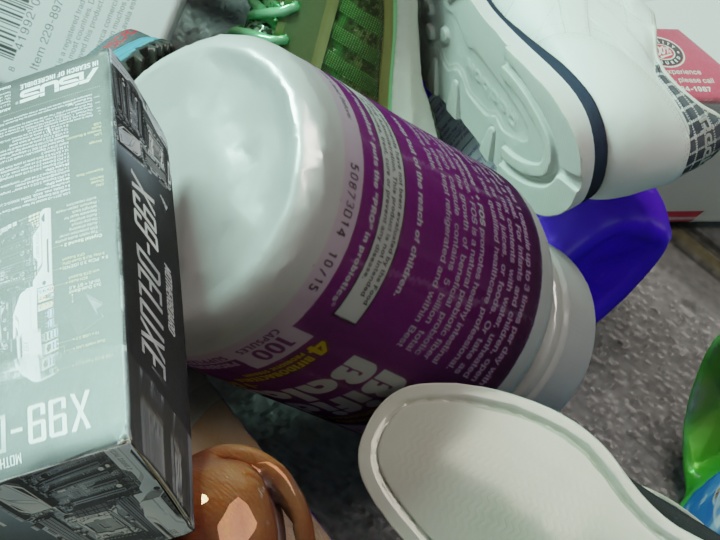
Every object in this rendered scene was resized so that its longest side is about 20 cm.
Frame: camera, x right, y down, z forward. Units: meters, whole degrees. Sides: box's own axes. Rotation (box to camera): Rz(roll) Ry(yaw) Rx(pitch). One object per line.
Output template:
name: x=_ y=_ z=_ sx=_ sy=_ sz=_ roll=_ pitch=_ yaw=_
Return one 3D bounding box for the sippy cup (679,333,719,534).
sippy cup: x=0.196 y=0.098 z=0.806 sx=0.177 sy=0.131 sz=0.140 roll=31 pitch=44 yaw=5

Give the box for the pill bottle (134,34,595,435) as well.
pill bottle: x=0.000 y=0.000 z=0.778 sx=0.200 sy=0.112 sz=0.113 roll=25 pitch=32 yaw=-48

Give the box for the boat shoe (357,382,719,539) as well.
boat shoe: x=0.089 y=0.105 z=0.746 sx=0.199 sy=0.060 sz=0.074 roll=25 pitch=77 yaw=5

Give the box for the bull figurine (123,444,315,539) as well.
bull figurine: x=-0.100 y=0.125 z=0.627 sx=0.122 sy=0.199 sz=0.065 roll=68 pitch=11 yaw=16

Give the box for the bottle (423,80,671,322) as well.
bottle: x=0.054 y=-0.066 z=0.930 sx=0.065 sy=0.084 sz=0.200 roll=13 pitch=37 yaw=-47

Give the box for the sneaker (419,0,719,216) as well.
sneaker: x=0.067 y=-0.104 z=0.871 sx=0.080 sy=0.077 sz=0.200 roll=-16 pitch=57 yaw=-22

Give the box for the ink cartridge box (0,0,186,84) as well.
ink cartridge box: x=-0.158 y=-0.157 z=0.861 sx=0.199 sy=0.146 sz=0.088 roll=21 pitch=5 yaw=-5

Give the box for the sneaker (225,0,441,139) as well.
sneaker: x=-0.024 y=-0.091 z=0.867 sx=0.088 sy=0.201 sz=0.077 roll=-16 pitch=13 yaw=-19

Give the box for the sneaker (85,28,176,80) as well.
sneaker: x=-0.144 y=-0.030 z=0.767 sx=0.095 sy=0.079 sz=0.200 roll=26 pitch=52 yaw=22

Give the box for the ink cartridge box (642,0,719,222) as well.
ink cartridge box: x=0.132 y=-0.123 z=1.022 sx=0.145 sy=0.085 sz=0.200 roll=-1 pitch=48 yaw=-27

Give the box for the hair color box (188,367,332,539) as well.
hair color box: x=-0.054 y=0.127 z=0.710 sx=0.109 sy=0.065 sz=0.200 roll=-21 pitch=62 yaw=-38

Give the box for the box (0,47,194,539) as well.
box: x=-0.152 y=0.030 z=0.642 sx=0.199 sy=0.050 sz=0.158 roll=-18 pitch=47 yaw=8
